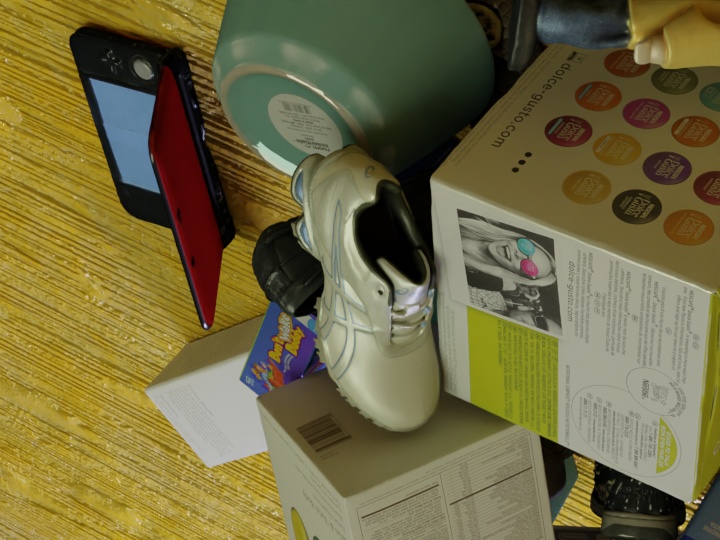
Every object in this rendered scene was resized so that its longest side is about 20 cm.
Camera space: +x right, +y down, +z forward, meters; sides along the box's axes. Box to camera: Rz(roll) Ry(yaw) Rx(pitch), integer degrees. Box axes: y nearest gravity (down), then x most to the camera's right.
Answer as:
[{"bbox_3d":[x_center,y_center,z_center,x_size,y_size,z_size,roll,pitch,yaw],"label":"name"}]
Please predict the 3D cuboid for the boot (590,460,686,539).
[{"bbox_3d":[0.213,0.115,1.538,0.073,0.204,0.154,4,93,6],"label":"boot"}]

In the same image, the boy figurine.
[{"bbox_3d":[0.190,-0.151,1.252,0.199,0.124,0.065,6,116,-2],"label":"boy figurine"}]

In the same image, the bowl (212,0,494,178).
[{"bbox_3d":[-0.021,-0.131,1.383,0.200,0.105,0.201,25,149,16],"label":"bowl"}]

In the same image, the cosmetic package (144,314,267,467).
[{"bbox_3d":[-0.097,0.104,1.832,0.200,0.074,0.102,-20,113,50],"label":"cosmetic package"}]

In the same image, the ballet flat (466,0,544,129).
[{"bbox_3d":[0.097,-0.112,1.433,0.067,0.046,0.201,16,138,31],"label":"ballet flat"}]

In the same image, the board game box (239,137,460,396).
[{"bbox_3d":[0.000,0.000,1.511,0.045,0.200,0.135,38,145,9],"label":"board game box"}]

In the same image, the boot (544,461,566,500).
[{"bbox_3d":[0.134,0.078,1.530,0.131,0.070,0.201,-15,95,55],"label":"boot"}]

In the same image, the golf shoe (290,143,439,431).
[{"bbox_3d":[0.015,0.020,1.313,0.097,0.078,0.201,19,132,60],"label":"golf shoe"}]

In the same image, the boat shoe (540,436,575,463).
[{"bbox_3d":[0.102,0.044,1.465,0.061,0.072,0.202,-52,59,41],"label":"boat shoe"}]

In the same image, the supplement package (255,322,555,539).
[{"bbox_3d":[0.038,0.176,1.458,0.152,0.150,0.201,43,150,54],"label":"supplement package"}]

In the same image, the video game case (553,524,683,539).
[{"bbox_3d":[0.222,0.276,1.542,0.199,0.183,0.023,6,140,-27],"label":"video game case"}]

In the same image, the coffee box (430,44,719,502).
[{"bbox_3d":[0.181,-0.012,1.325,0.197,0.200,0.200,23,141,25],"label":"coffee box"}]

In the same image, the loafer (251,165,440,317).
[{"bbox_3d":[0.025,-0.018,1.402,0.071,0.200,0.068,58,157,33],"label":"loafer"}]

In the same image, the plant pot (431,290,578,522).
[{"bbox_3d":[0.072,0.137,1.650,0.141,0.142,0.200,-14,124,50],"label":"plant pot"}]

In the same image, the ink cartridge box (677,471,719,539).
[{"bbox_3d":[0.265,0.213,1.487,0.076,0.200,0.137,30,143,12],"label":"ink cartridge box"}]

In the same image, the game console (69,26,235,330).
[{"bbox_3d":[-0.179,-0.076,1.674,0.172,0.119,0.201,17,138,31],"label":"game console"}]
